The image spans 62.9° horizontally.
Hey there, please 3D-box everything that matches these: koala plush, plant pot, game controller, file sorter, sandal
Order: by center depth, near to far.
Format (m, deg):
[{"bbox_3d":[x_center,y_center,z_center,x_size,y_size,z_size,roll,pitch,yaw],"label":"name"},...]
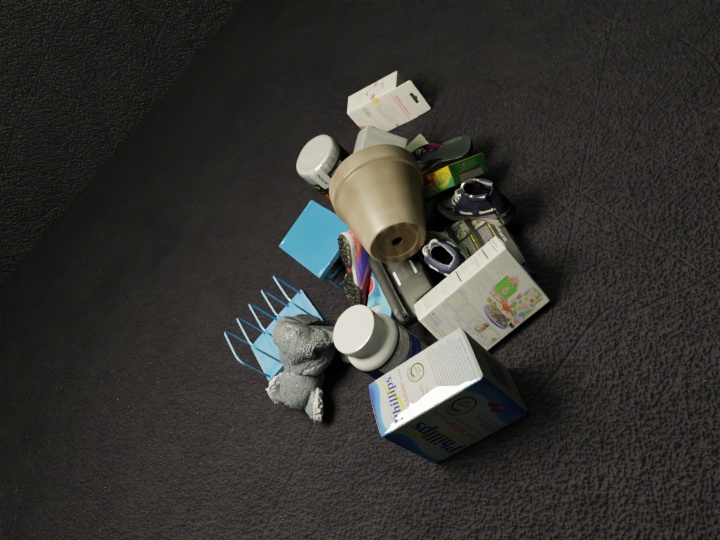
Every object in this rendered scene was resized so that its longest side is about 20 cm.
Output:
[{"bbox_3d":[0.051,-0.118,1.171,0.199,0.200,0.175,-35,49,18],"label":"plant pot"},{"bbox_3d":[0.087,0.015,1.214,0.104,0.042,0.201,-33,55,10],"label":"game controller"},{"bbox_3d":[-0.123,0.212,1.273,0.176,0.183,0.203,17,96,31],"label":"koala plush"},{"bbox_3d":[0.154,-0.259,1.326,0.199,0.048,0.076,-20,55,29],"label":"sandal"},{"bbox_3d":[-0.073,-0.052,1.417,0.139,0.122,0.200,-54,42,-2],"label":"file sorter"},{"bbox_3d":[-0.213,0.135,1.426,0.200,0.122,0.139,-48,43,4],"label":"file sorter"}]

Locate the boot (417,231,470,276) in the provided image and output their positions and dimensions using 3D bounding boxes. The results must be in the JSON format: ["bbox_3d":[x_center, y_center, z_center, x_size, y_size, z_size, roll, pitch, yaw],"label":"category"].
[{"bbox_3d":[0.153,-0.041,1.159,0.073,0.090,0.200,-56,39,3],"label":"boot"}]

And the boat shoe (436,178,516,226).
[{"bbox_3d":[0.215,-0.150,1.184,0.199,0.093,0.075,15,68,50],"label":"boat shoe"}]

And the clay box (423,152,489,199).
[{"bbox_3d":[0.171,-0.192,1.286,0.114,0.048,0.199,-25,3,-33],"label":"clay box"}]

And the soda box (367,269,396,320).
[{"bbox_3d":[0.062,0.046,1.284,0.067,0.064,0.202,-14,54,34],"label":"soda box"}]

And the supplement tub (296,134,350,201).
[{"bbox_3d":[-0.056,-0.236,1.477,0.122,0.200,0.124,-22,50,29],"label":"supplement tub"}]

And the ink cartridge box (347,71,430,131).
[{"bbox_3d":[0.077,-0.444,1.562,0.198,0.116,0.068,-18,52,31],"label":"ink cartridge box"}]

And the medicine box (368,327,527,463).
[{"bbox_3d":[0.148,0.220,1.001,0.199,0.182,0.104,-35,44,18],"label":"medicine box"}]

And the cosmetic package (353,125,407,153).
[{"bbox_3d":[0.028,-0.214,1.343,0.090,0.106,0.202,-171,98,-75],"label":"cosmetic package"}]

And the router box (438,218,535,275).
[{"bbox_3d":[0.240,-0.031,1.184,0.149,0.051,0.201,-36,43,18],"label":"router box"}]

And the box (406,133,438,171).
[{"bbox_3d":[0.103,-0.228,1.428,0.200,0.068,0.083,-41,44,14],"label":"box"}]

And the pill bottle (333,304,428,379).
[{"bbox_3d":[0.044,0.150,1.128,0.115,0.200,0.117,-22,49,29],"label":"pill bottle"}]

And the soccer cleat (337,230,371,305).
[{"bbox_3d":[0.000,0.000,1.311,0.073,0.202,0.068,-23,32,-25],"label":"soccer cleat"}]

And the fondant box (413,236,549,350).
[{"bbox_3d":[0.219,0.059,1.070,0.200,0.144,0.058,-41,22,13],"label":"fondant box"}]
